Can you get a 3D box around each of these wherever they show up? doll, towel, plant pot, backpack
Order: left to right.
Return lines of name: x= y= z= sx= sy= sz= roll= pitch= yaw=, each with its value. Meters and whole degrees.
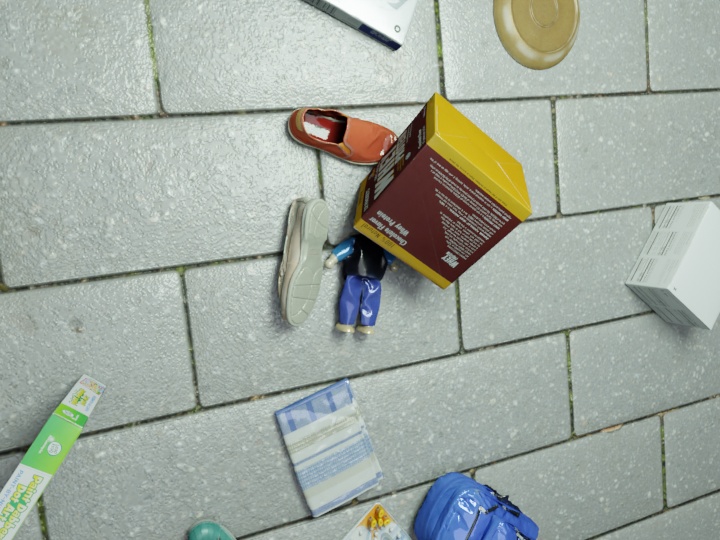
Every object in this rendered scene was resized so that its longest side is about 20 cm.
towel: x=-0.051 y=0.304 z=0.950 sx=0.143 sy=0.024 sz=0.206 roll=-22 pitch=99 yaw=-15
doll: x=0.000 y=0.000 z=0.932 sx=0.132 sy=0.048 sz=0.208 roll=8 pitch=92 yaw=-21
backpack: x=0.210 y=0.464 z=0.982 sx=0.198 sy=0.167 sz=0.165 roll=36 pitch=76 yaw=-14
plant pot: x=0.337 y=-0.484 z=1.029 sx=0.193 sy=0.027 sz=0.208 roll=-2 pitch=95 yaw=-20

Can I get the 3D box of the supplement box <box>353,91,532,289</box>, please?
supplement box: x=0.125 y=-0.119 z=0.871 sx=0.194 sy=0.135 sz=0.200 roll=32 pitch=127 yaw=-18

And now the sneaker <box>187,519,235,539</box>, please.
sneaker: x=-0.210 y=0.492 z=0.874 sx=0.070 sy=0.080 sz=0.205 roll=-29 pitch=103 yaw=-15

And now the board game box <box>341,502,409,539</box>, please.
board game box: x=0.023 y=0.561 z=0.993 sx=0.200 sy=0.026 sz=0.202 roll=-43 pitch=106 yaw=-12

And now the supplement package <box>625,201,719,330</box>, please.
supplement package: x=0.679 y=-0.012 z=1.143 sx=0.154 sy=0.110 sz=0.204 roll=34 pitch=83 yaw=-18

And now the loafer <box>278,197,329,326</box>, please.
loafer: x=-0.099 y=-0.017 z=0.897 sx=0.071 sy=0.062 sz=0.207 roll=8 pitch=95 yaw=-53

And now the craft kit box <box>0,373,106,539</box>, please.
craft kit box: x=-0.419 y=0.254 z=0.721 sx=0.048 sy=0.197 sz=0.204 roll=34 pitch=82 yaw=-19

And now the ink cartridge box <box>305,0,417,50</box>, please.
ink cartridge box: x=0.015 y=-0.503 z=0.904 sx=0.194 sy=0.040 sz=0.207 roll=19 pitch=88 yaw=-20

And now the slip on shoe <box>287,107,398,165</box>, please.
slip on shoe: x=-0.021 y=-0.221 z=0.902 sx=0.194 sy=0.061 sz=0.077 roll=10 pitch=89 yaw=-21
